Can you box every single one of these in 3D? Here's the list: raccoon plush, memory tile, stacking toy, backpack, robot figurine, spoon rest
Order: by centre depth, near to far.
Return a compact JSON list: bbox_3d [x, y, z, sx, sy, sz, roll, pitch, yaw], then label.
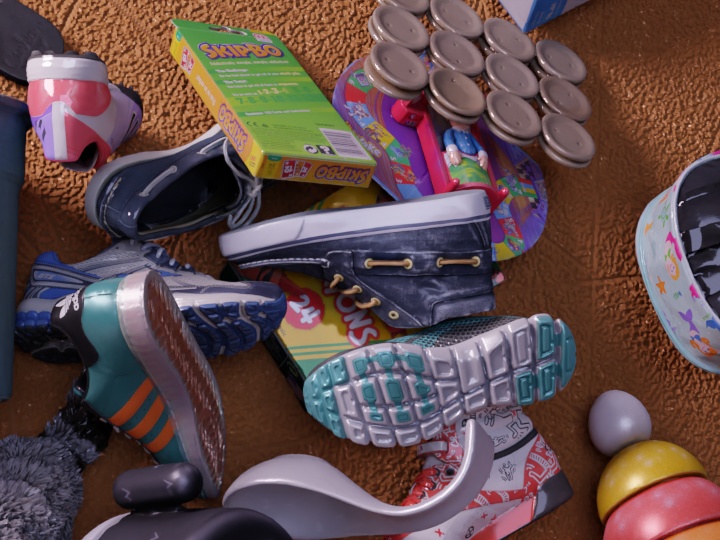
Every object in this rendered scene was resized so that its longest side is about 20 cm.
[{"bbox_3d":[-0.115,0.218,1.017,0.124,0.199,0.152,38,58,-35],"label":"robot figurine"},{"bbox_3d":[-0.228,0.136,1.039,0.096,0.134,0.202,19,75,-5],"label":"raccoon plush"},{"bbox_3d":[-0.004,0.156,1.080,0.198,0.099,0.061,-16,52,21],"label":"spoon rest"},{"bbox_3d":[0.227,0.178,1.164,0.144,0.147,0.202,-10,60,-16],"label":"stacking toy"},{"bbox_3d":[0.314,-0.011,1.207,0.198,0.151,0.179,-15,76,-24],"label":"backpack"},{"bbox_3d":[0.094,-0.157,1.219,0.198,0.017,0.154,21,40,-17],"label":"memory tile"}]

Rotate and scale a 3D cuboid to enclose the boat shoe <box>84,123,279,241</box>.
[{"bbox_3d":[-0.105,-0.068,1.136,0.199,0.076,0.062,-18,36,-42],"label":"boat shoe"}]

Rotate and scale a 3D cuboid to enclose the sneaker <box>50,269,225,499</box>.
[{"bbox_3d":[-0.150,0.083,1.078,0.079,0.202,0.072,-7,39,13],"label":"sneaker"}]

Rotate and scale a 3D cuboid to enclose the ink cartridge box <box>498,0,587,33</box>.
[{"bbox_3d":[0.189,-0.296,1.291,0.199,0.068,0.117,-28,71,-18],"label":"ink cartridge box"}]

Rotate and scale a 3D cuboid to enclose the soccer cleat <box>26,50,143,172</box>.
[{"bbox_3d":[-0.194,-0.101,1.093,0.067,0.200,0.074,1,86,0],"label":"soccer cleat"}]

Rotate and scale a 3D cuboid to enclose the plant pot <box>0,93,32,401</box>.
[{"bbox_3d":[-0.314,-0.005,1.044,0.197,0.200,0.199,-3,84,-14],"label":"plant pot"}]

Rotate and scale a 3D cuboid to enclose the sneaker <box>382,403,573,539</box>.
[{"bbox_3d":[0.052,0.165,1.142,0.200,0.067,0.109,-27,81,-22],"label":"sneaker"}]

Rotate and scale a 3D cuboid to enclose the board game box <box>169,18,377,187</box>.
[{"bbox_3d":[-0.071,-0.127,1.151,0.095,0.030,0.201,4,36,-32],"label":"board game box"}]

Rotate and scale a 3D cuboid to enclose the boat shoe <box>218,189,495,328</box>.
[{"bbox_3d":[0.000,0.000,1.116,0.197,0.071,0.092,-7,95,0],"label":"boat shoe"}]

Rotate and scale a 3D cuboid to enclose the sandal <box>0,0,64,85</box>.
[{"bbox_3d":[-0.312,-0.211,1.168,0.198,0.045,0.076,29,70,-4],"label":"sandal"}]

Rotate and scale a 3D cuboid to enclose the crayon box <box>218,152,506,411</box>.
[{"bbox_3d":[0.009,-0.001,1.185,0.199,0.051,0.128,-32,84,-20],"label":"crayon box"}]

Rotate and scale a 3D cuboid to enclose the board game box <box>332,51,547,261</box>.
[{"bbox_3d":[0.072,-0.100,1.196,0.200,0.039,0.158,42,42,0],"label":"board game box"}]

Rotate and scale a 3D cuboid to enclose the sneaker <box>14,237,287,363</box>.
[{"bbox_3d":[-0.151,0.011,1.117,0.197,0.077,0.086,-1,61,2],"label":"sneaker"}]

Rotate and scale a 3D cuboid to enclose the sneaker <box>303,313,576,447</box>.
[{"bbox_3d":[0.053,0.074,1.127,0.197,0.091,0.079,-9,101,-11],"label":"sneaker"}]
